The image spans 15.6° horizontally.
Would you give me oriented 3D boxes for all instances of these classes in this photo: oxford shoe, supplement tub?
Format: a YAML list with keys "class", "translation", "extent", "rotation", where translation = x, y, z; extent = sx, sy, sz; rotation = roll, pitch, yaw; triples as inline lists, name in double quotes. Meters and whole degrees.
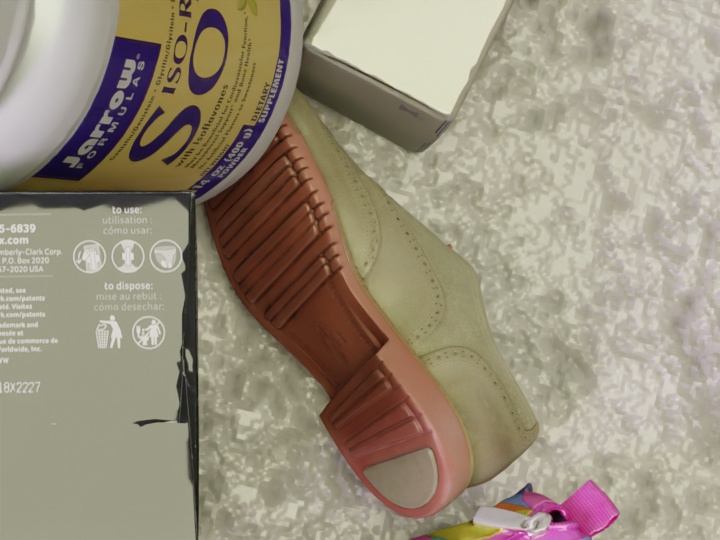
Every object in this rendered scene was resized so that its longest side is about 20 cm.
- class: "oxford shoe"
  translation: [0.000, 0.000, 1.049]
  extent: [0.074, 0.071, 0.200]
  rotation: [-21, 81, -40]
- class: "supplement tub"
  translation: [-0.125, -0.093, 0.948]
  extent: [0.145, 0.200, 0.146]
  rotation: [0, 90, 27]

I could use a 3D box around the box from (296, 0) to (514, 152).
- class: "box"
  translation: [0.045, -0.153, 1.057]
  extent: [0.068, 0.082, 0.200]
  rotation: [28, 79, -4]

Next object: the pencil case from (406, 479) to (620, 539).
- class: "pencil case"
  translation: [0.004, 0.142, 0.991]
  extent: [0.200, 0.088, 0.089]
  rotation: [-18, 85, -25]

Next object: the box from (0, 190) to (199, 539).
- class: "box"
  translation: [-0.135, 0.046, 0.946]
  extent: [0.148, 0.200, 0.125]
  rotation: [0, 82, -7]
